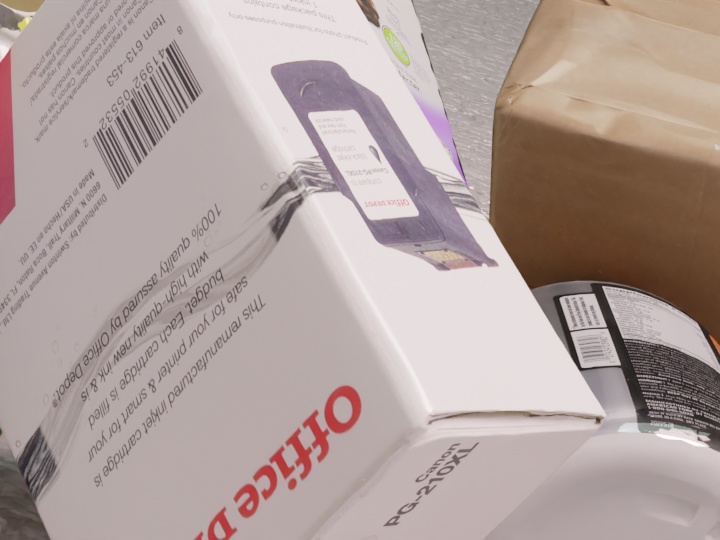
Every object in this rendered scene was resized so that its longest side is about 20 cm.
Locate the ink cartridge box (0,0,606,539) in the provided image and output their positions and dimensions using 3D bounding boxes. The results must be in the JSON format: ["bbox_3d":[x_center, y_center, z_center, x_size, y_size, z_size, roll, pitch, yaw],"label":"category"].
[{"bbox_3d":[-0.040,0.011,0.723,0.084,0.145,0.200,5,47,-46],"label":"ink cartridge box"}]

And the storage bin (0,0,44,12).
[{"bbox_3d":[-0.178,-0.092,1.168,0.200,0.094,0.199,21,14,11],"label":"storage bin"}]

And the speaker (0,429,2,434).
[{"bbox_3d":[-0.209,-0.004,0.819,0.200,0.089,0.088,17,15,-5],"label":"speaker"}]

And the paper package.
[{"bbox_3d":[0.146,0.001,0.937,0.190,0.200,0.104,16,46,18],"label":"paper package"}]

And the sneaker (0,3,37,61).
[{"bbox_3d":[-0.151,-0.062,0.901,0.085,0.075,0.200,-24,-14,37],"label":"sneaker"}]

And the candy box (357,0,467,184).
[{"bbox_3d":[-0.030,-0.102,1.144,0.168,0.071,0.200,41,26,-43],"label":"candy box"}]

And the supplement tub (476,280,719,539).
[{"bbox_3d":[0.081,0.076,0.810,0.122,0.123,0.200,17,14,-5],"label":"supplement tub"}]

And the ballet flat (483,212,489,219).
[{"bbox_3d":[0.000,0.000,1.048,0.200,0.070,0.069,-2,23,-31],"label":"ballet flat"}]
